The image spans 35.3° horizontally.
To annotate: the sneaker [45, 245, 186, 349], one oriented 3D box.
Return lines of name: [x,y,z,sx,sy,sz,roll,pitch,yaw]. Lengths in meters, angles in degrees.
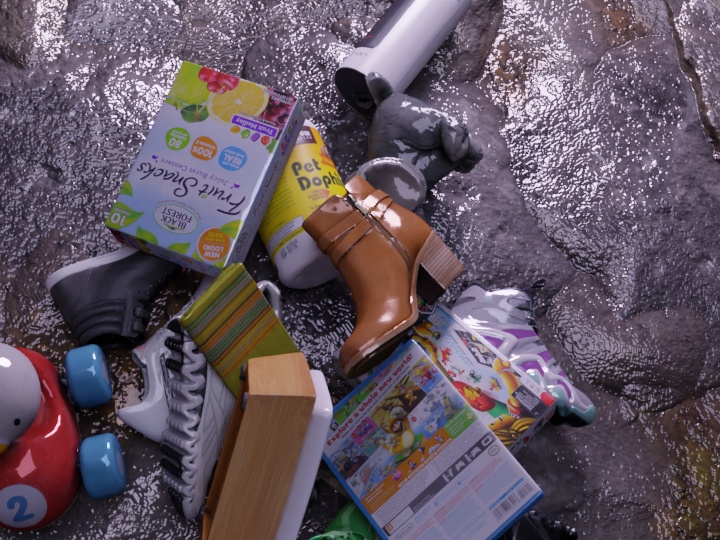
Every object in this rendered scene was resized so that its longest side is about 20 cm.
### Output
sneaker: [-0.226,0.022,1.205,0.197,0.071,0.101,-21,74,-11]

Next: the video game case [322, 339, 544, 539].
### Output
video game case: [0.057,0.182,1.068,0.143,0.018,0.200,-40,62,-2]

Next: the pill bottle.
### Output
pill bottle: [-0.076,-0.090,1.253,0.108,0.110,0.202,-20,72,-17]

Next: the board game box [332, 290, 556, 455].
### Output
board game box: [0.083,0.115,1.141,0.126,0.035,0.199,-39,63,-23]

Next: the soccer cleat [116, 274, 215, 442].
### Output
soccer cleat: [-0.192,0.078,1.184,0.084,0.069,0.203,21,70,-13]

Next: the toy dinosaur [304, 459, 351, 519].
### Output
toy dinosaur: [-0.049,0.205,1.170,0.087,0.048,0.201,-30,78,-27]

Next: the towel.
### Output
towel: [-0.098,0.096,1.115,0.086,0.018,0.202,-45,118,-28]

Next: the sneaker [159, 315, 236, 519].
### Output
sneaker: [-0.152,0.146,1.116,0.080,0.075,0.204,1,99,-31]

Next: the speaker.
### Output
speaker: [0.053,-0.279,1.371,0.081,0.081,0.201,35,67,6]

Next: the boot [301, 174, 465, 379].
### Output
boot: [0.000,0.000,1.128,0.155,0.077,0.200,42,58,4]

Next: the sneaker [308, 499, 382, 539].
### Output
sneaker: [-0.019,0.275,1.043,0.073,0.084,0.200,30,40,10]

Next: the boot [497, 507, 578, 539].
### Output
boot: [0.133,0.252,1.112,0.076,0.169,0.201,-36,77,-23]

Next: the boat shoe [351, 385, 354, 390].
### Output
boat shoe: [0.023,0.123,1.194,0.064,0.073,0.203,13,62,-21]

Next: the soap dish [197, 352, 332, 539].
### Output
soap dish: [-0.091,0.184,1.038,0.080,0.157,0.204,15,98,-9]

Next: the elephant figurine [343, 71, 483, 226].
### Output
elephant figurine: [0.040,-0.084,1.267,0.154,0.142,0.202,27,78,31]

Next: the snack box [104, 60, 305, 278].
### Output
snack box: [-0.159,-0.105,1.180,0.140,0.053,0.203,19,73,14]

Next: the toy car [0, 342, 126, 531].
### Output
toy car: [-0.334,0.141,1.047,0.181,0.201,0.180,-13,69,-3]

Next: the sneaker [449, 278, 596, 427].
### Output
sneaker: [0.187,0.074,1.246,0.198,0.078,0.141,28,66,3]

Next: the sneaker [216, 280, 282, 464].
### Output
sneaker: [-0.124,0.103,1.181,0.069,0.080,0.204,13,67,-6]
